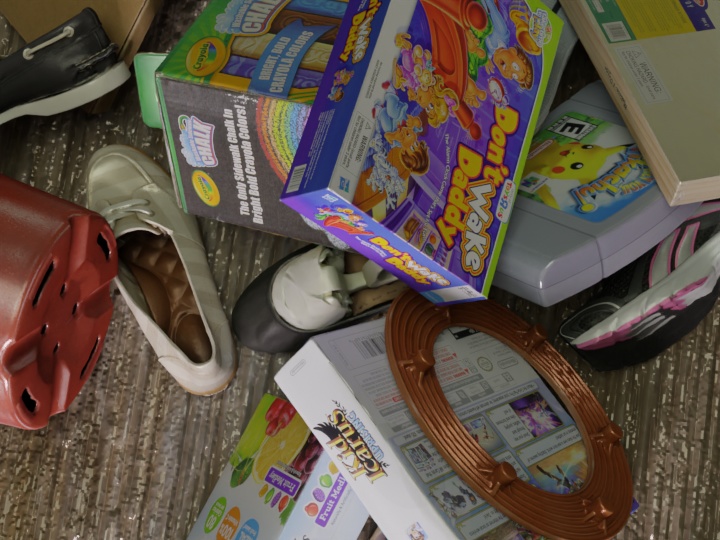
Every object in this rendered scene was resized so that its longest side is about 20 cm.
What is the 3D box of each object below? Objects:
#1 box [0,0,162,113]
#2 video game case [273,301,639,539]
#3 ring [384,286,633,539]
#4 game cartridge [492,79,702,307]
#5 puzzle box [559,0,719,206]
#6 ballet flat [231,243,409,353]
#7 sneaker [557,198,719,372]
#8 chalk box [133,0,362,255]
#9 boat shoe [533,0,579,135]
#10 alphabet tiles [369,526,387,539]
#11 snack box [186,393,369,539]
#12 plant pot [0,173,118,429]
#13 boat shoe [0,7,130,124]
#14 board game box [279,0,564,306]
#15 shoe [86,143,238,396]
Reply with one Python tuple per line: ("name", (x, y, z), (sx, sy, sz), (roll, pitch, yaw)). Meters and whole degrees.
("box", (-0.199, -0.238, 1.094), (0.164, 0.021, 0.200), (49, 130, 17))
("video game case", (0.064, 0.108, 0.944), (0.045, 0.200, 0.181), (-47, 71, 29))
("ring", (0.098, 0.082, 0.956), (0.019, 0.200, 0.201), (-45, 72, 29))
("game cartridge", (0.147, -0.055, 0.992), (0.200, 0.041, 0.133), (-37, 44, -28))
("puzzle box", (0.222, -0.133, 0.993), (0.133, 0.025, 0.200), (-10, 55, -15))
("ballet flat", (0.000, 0.000, 1.048), (0.199, 0.068, 0.068), (-21, 77, 4))
("sneaker", (0.209, -0.014, 1.027), (0.200, 0.080, 0.086), (-34, 62, -9))
("chalk box", (-0.055, -0.110, 1.029), (0.199, 0.125, 0.124), (15, 47, 18))
("boat shoe", (0.103, -0.129, 1.039), (0.072, 0.062, 0.200), (35, 62, 5))
("alphabet tiles", (0.085, 0.208, 1.017), (0.167, 0.008, 0.200), (31, 83, 14))
("snack box", (-0.067, 0.185, 0.976), (0.053, 0.142, 0.201), (31, 82, -20))
("plant pot", (-0.279, 0.007, 1.018), (0.195, 0.201, 0.201), (16, 79, 13))
("boat shoe", (-0.260, -0.133, 1.093), (0.199, 0.074, 0.061), (-14, 111, 26))
("board game box", (0.042, -0.099, 0.919), (0.045, 0.134, 0.201), (-9, 56, 48))
("shoe", (-0.141, -0.008, 1.079), (0.070, 0.053, 0.200), (-28, 74, 1))
